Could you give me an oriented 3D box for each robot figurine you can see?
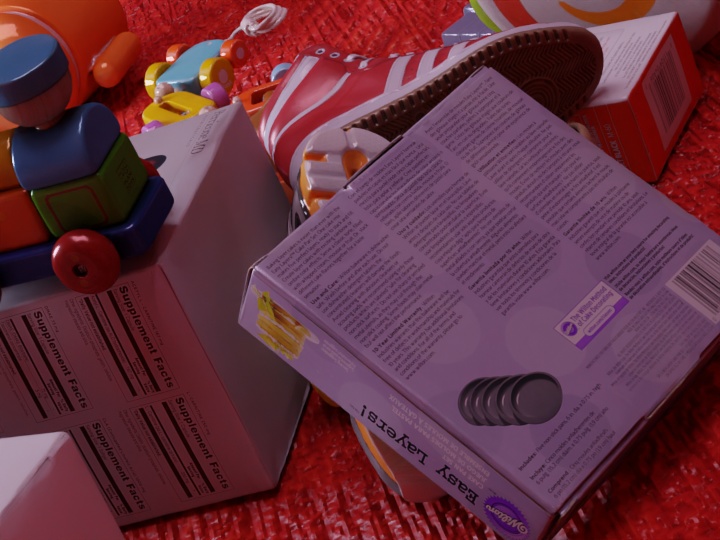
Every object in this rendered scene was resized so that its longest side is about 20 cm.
[{"bbox_3d":[-0.274,-0.188,1.687,0.117,0.144,0.200,-47,7,38],"label":"robot figurine"}]

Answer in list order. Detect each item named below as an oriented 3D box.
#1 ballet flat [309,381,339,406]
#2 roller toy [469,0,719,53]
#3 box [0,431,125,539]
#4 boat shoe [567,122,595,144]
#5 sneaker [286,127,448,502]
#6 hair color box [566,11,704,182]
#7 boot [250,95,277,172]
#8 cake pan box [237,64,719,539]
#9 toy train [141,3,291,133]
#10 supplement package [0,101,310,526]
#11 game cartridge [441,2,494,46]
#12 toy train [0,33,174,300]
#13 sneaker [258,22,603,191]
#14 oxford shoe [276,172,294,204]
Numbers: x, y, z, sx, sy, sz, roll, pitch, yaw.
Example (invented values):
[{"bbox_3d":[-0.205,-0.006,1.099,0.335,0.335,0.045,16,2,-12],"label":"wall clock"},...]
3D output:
[{"bbox_3d":[0.000,0.000,1.114,0.067,0.067,0.200,-46,13,33],"label":"ballet flat"},{"bbox_3d":[0.168,-0.234,1.283,0.200,0.183,0.140,7,51,17],"label":"roller toy"},{"bbox_3d":[-0.229,0.171,0.943,0.200,0.106,0.152,-8,29,31],"label":"box"},{"bbox_3d":[0.078,-0.010,1.082,0.071,0.065,0.200,-3,32,38],"label":"boat shoe"},{"bbox_3d":[0.010,0.028,1.000,0.078,0.077,0.200,-1,60,-24],"label":"sneaker"},{"bbox_3d":[0.101,-0.095,1.235,0.200,0.064,0.111,-5,32,32],"label":"hair color box"},{"bbox_3d":[-0.081,-0.050,1.294,0.200,0.077,0.155,-6,34,20],"label":"boot"},{"bbox_3d":[0.073,0.010,0.941,0.184,0.052,0.200,38,55,13],"label":"cake pan box"},{"bbox_3d":[-0.090,-0.130,1.488,0.150,0.056,0.200,-22,28,2],"label":"toy train"},{"bbox_3d":[-0.145,0.033,1.095,0.200,0.147,0.191,-16,26,18],"label":"supplement package"},{"bbox_3d":[0.165,-0.214,1.451,0.130,0.038,0.200,12,43,46],"label":"game cartridge"},{"bbox_3d":[-0.204,-0.042,0.982,0.200,0.116,0.085,-12,30,24],"label":"toy train"},{"bbox_3d":[0.035,-0.104,1.150,0.200,0.071,0.112,-24,30,-14],"label":"sneaker"},{"bbox_3d":[-0.087,-0.011,1.206,0.200,0.073,0.071,-13,10,10],"label":"oxford shoe"}]
